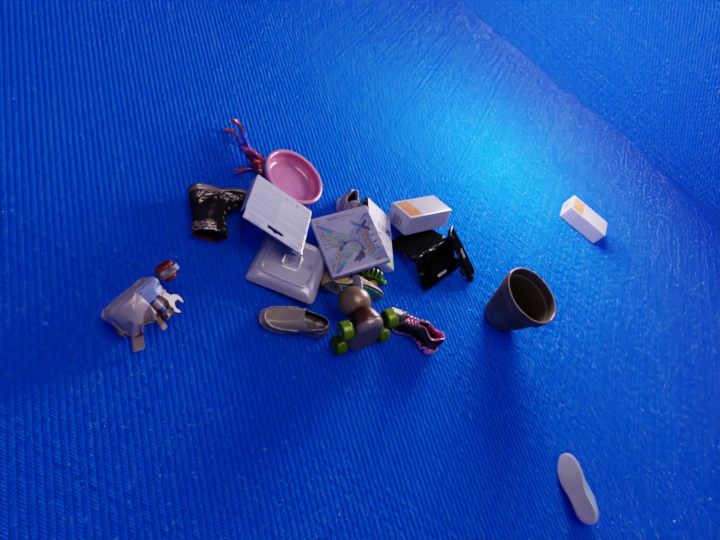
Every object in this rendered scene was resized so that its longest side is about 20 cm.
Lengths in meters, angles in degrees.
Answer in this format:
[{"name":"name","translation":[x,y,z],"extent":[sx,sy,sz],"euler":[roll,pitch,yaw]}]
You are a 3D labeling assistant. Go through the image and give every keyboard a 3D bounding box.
[{"name":"keyboard","translation":[0.333,-0.048,1.754],"extent":[0.200,0.039,0.104],"euler":[58,30,-22]}]

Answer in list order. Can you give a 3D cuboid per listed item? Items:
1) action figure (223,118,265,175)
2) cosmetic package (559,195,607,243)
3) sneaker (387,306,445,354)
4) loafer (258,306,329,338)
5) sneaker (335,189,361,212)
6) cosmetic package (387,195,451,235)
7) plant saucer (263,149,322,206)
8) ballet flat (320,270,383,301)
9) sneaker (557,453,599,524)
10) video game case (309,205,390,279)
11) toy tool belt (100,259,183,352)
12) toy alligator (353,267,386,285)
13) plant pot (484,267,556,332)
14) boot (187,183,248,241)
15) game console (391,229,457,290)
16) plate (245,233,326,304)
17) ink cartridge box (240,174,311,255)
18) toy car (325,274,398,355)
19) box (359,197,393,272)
[{"name":"action figure","translation":[-0.362,-0.366,1.554],"extent":[0.200,0.065,0.099],"euler":[54,33,10]},{"name":"cosmetic package","translation":[0.989,-0.226,2.271],"extent":[0.200,0.071,0.102],"euler":[38,49,-6]},{"name":"sneaker","translation":[0.166,0.164,1.522],"extent":[0.200,0.095,0.079],"euler":[34,51,-6]},{"name":"loafer","translation":[-0.170,0.129,1.360],"extent":[0.199,0.068,0.076],"euler":[11,56,-25]},{"name":"sneaker","translation":[-0.035,-0.171,1.613],"extent":[0.075,0.092,0.201],"euler":[10,58,-26]},{"name":"cosmetic package","translation":[0.201,-0.190,1.749],"extent":[0.199,0.071,0.101],"euler":[-15,46,-37]},{"name":"plant saucer","translation":[-0.214,-0.279,1.588],"extent":[0.200,0.051,0.201],"euler":[22,50,-28]},{"name":"ballet flat","translation":[-0.021,0.040,1.507],"extent":[0.199,0.069,0.063],"euler":[14,49,-24]},{"name":"sneaker","translation":[0.650,0.653,1.532],"extent":[0.082,0.074,0.201],"euler":[37,36,-46]},{"name":"video game case","translation":[-0.031,-0.086,1.503],"extent":[0.182,0.022,0.201],"euler":[-17,67,-15]},{"name":"toy tool belt","translation":[-0.482,0.082,1.191],"extent":[0.200,0.124,0.123],"euler":[-51,124,-38]},{"name":"toy alligator","translation":[0.000,0.000,1.551],"extent":[0.199,0.054,0.060],"euler":[21,52,-19]},{"name":"plant pot","translation":[0.514,0.119,1.704],"extent":[0.199,0.174,0.201],"euler":[15,54,-22]},{"name":"boot","translation":[-0.375,-0.155,1.414],"extent":[0.199,0.073,0.151],"euler":[9,60,-31]},{"name":"game console","translation":[0.215,-0.049,1.735],"extent":[0.200,0.116,0.177],"euler":[-31,110,-39]},{"name":"plate","translation":[-0.197,-0.022,1.446],"extent":[0.199,0.032,0.200],"euler":[22,50,-7]},{"name":"ink cartridge box","translation":[-0.236,-0.148,1.435],"extent":[0.196,0.043,0.201],"euler":[34,39,-25]},{"name":"toy car","translation":[-0.018,0.106,1.417],"extent":[0.164,0.158,0.201],"euler":[-12,61,-25]},{"name":"box","translation":[0.051,-0.109,1.611],"extent":[0.144,0.036,0.201],"euler":[35,44,-51]}]
